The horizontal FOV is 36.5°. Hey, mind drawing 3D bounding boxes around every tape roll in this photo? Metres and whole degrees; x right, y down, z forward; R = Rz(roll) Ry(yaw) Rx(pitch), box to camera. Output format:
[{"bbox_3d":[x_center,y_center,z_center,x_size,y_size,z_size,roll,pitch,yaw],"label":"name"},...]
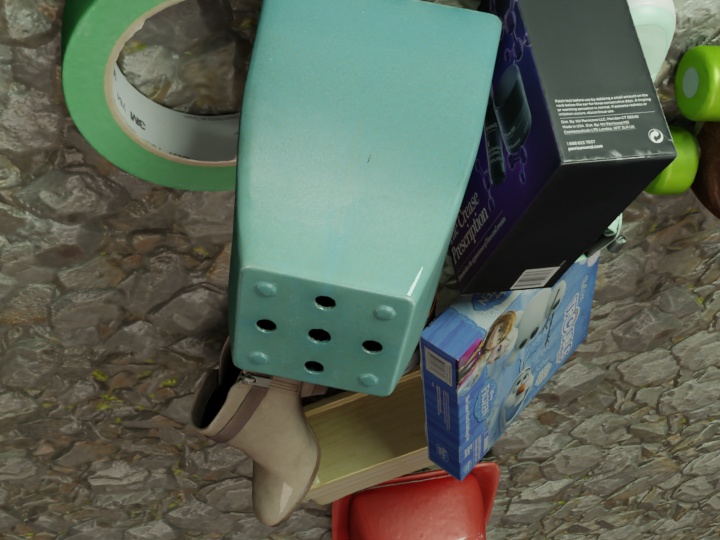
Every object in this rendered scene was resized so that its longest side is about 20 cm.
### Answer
[{"bbox_3d":[-0.092,-0.136,0.709,0.198,0.048,0.201,-8,143,-6],"label":"tape roll"}]

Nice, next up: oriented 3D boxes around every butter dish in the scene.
[{"bbox_3d":[0.072,0.329,1.269,0.198,0.149,0.200,-7,142,-7],"label":"butter dish"}]

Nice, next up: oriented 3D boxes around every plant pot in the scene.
[{"bbox_3d":[-0.008,-0.040,0.623,0.140,0.201,0.142,11,141,-1],"label":"plant pot"}]

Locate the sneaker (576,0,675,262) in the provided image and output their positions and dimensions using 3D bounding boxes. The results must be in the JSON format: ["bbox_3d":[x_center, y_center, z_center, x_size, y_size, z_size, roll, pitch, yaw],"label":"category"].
[{"bbox_3d":[0.182,-0.094,0.782,0.073,0.119,0.201,3,139,-17],"label":"sneaker"}]

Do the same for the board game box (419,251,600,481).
[{"bbox_3d":[0.131,0.055,0.929,0.199,0.043,0.201,-45,151,-24],"label":"board game box"}]

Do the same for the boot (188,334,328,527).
[{"bbox_3d":[-0.096,0.138,0.983,0.146,0.070,0.202,12,96,-54],"label":"boot"}]

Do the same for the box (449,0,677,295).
[{"bbox_3d":[0.110,-0.087,0.710,0.078,0.142,0.200,-4,158,-14],"label":"box"}]

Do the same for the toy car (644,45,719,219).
[{"bbox_3d":[0.323,-0.055,0.805,0.163,0.201,0.158,-1,142,-15],"label":"toy car"}]

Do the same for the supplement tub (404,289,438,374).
[{"bbox_3d":[0.000,0.000,0.821,0.121,0.123,0.200,-9,154,-4],"label":"supplement tub"}]

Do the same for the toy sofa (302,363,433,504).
[{"bbox_3d":[0.013,0.160,1.087,0.199,0.083,0.098,-22,155,12],"label":"toy sofa"}]
